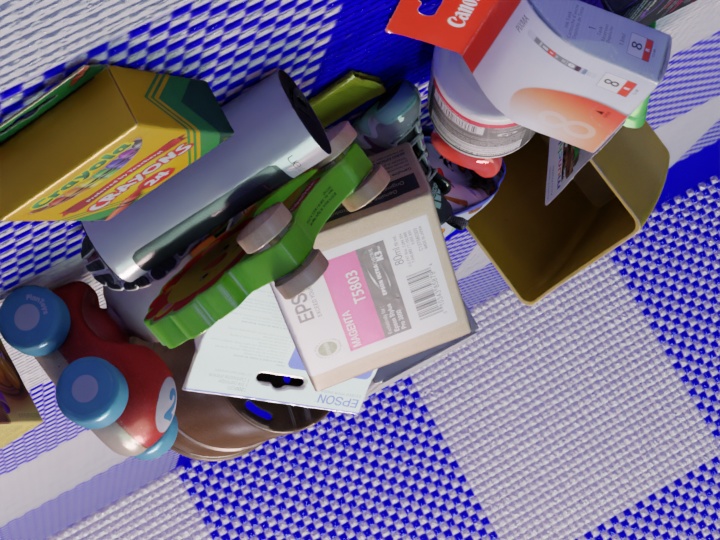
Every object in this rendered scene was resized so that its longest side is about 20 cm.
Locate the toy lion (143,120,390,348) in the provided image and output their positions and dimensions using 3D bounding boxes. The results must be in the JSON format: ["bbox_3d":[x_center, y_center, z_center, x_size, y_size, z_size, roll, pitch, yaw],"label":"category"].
[{"bbox_3d":[-0.089,-0.019,1.574,0.191,0.069,0.200,-27,-161,42],"label":"toy lion"}]

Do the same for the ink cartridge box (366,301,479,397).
[{"bbox_3d":[0.019,0.023,2.151,0.145,0.201,0.083,-26,171,-21],"label":"ink cartridge box"}]

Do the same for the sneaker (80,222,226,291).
[{"bbox_3d":[-0.146,-0.048,1.621,0.199,0.077,0.085,-32,176,15],"label":"sneaker"}]

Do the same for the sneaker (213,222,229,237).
[{"bbox_3d":[-0.111,-0.021,1.856,0.199,0.084,0.077,-29,172,-2],"label":"sneaker"}]

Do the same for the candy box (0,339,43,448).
[{"bbox_3d":[-0.349,0.092,1.605,0.056,0.117,0.200,-30,171,6],"label":"candy box"}]

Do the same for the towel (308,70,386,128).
[{"bbox_3d":[-0.071,-0.113,1.677,0.199,0.018,0.086,-33,172,17],"label":"towel"}]

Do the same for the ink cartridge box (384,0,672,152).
[{"bbox_3d":[0.123,-0.168,1.480,0.198,0.051,0.162,17,162,-7],"label":"ink cartridge box"}]

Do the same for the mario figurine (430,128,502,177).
[{"bbox_3d":[0.156,-0.178,1.906,0.199,0.106,0.124,-28,149,-12],"label":"mario figurine"}]

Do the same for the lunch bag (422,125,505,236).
[{"bbox_3d":[0.036,-0.063,1.985,0.199,0.125,0.170,-15,164,-34],"label":"lunch bag"}]

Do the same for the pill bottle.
[{"bbox_3d":[0.115,-0.163,1.696,0.110,0.111,0.200,-29,172,-5],"label":"pill bottle"}]

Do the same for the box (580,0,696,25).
[{"bbox_3d":[0.234,-0.265,1.514,0.199,0.107,0.122,-27,173,-18],"label":"box"}]

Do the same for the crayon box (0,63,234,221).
[{"bbox_3d":[-0.185,-0.087,1.335,0.126,0.051,0.200,-32,171,18],"label":"crayon box"}]

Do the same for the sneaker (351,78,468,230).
[{"bbox_3d":[0.051,-0.092,1.764,0.078,0.140,0.200,-43,178,-16],"label":"sneaker"}]

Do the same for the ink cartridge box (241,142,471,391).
[{"bbox_3d":[0.000,0.000,1.732,0.163,0.075,0.201,-22,137,-1],"label":"ink cartridge box"}]

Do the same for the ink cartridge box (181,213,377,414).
[{"bbox_3d":[-0.057,0.038,1.830,0.197,0.043,0.201,11,118,-26],"label":"ink cartridge box"}]

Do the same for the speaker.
[{"bbox_3d":[-0.123,-0.076,1.512,0.199,0.082,0.081,-32,171,10],"label":"speaker"}]

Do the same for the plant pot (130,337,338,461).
[{"bbox_3d":[-0.118,0.094,1.961,0.199,0.202,0.198,-25,-175,-26],"label":"plant pot"}]

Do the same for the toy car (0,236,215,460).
[{"bbox_3d":[-0.198,0.049,1.755,0.200,0.177,0.184,-42,160,-1],"label":"toy car"}]

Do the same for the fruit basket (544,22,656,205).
[{"bbox_3d":[0.202,-0.181,1.744,0.093,0.187,0.200,12,158,-17],"label":"fruit basket"}]

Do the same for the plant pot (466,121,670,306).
[{"bbox_3d":[0.231,-0.117,2.145,0.200,0.201,0.176,-38,180,43],"label":"plant pot"}]
